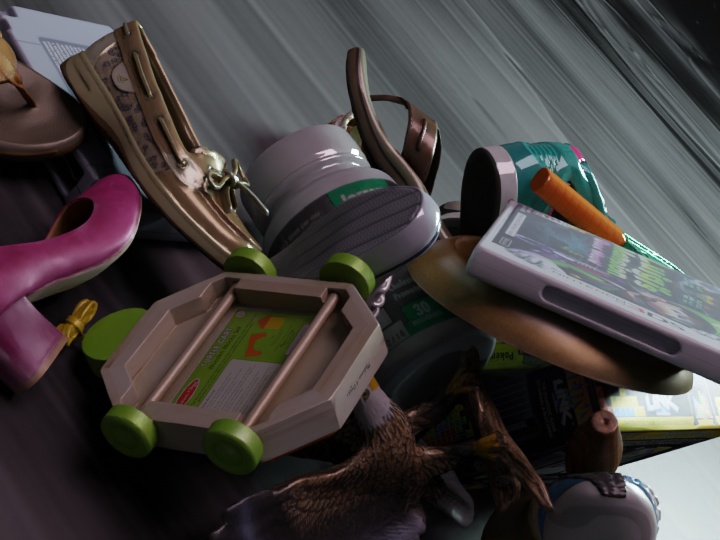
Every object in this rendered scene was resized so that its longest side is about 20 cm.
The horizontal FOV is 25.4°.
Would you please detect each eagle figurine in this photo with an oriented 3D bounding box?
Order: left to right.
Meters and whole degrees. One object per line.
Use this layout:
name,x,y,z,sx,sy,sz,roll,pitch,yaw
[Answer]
eagle figurine,-0.008,0.113,0.960,0.152,0.200,0.151,-156,-131,-79

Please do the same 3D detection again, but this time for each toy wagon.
toy wagon,-0.086,0.048,0.915,0.155,0.200,0.040,-55,138,-42

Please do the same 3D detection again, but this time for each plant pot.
plant pot,0.127,0.022,1.032,0.200,0.028,0.200,21,14,-6

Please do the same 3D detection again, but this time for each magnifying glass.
magnifying glass,0.202,-0.009,1.163,0.200,0.022,0.080,35,18,-19

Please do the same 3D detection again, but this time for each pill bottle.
pill bottle,0.000,0.000,1.132,0.113,0.113,0.200,4,46,-52

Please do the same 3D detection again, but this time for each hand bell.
hand bell,0.137,0.140,0.996,0.104,0.200,0.104,2,57,-3

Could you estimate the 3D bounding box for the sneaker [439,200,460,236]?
sneaker,0.143,0.003,1.372,0.200,0.074,0.079,36,22,-14

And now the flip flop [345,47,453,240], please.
flip flop,0.042,-0.081,1.206,0.200,0.058,0.081,62,-2,17

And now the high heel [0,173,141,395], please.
high heel,-0.197,-0.019,0.939,0.096,0.067,0.200,45,40,-19

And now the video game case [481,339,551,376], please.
video game case,0.182,0.068,1.234,0.200,0.181,0.026,6,81,-50

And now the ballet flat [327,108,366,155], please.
ballet flat,0.004,-0.060,1.280,0.076,0.064,0.200,20,35,-36

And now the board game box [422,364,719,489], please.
board game box,0.147,0.107,1.113,0.200,0.165,0.057,6,66,-51

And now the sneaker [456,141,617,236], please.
sneaker,0.133,-0.026,1.230,0.121,0.200,0.084,-12,52,-18

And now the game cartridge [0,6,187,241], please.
game cartridge,-0.177,-0.100,1.123,0.133,0.040,0.200,1,49,-49

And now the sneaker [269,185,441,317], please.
sneaker,-0.013,0.011,1.008,0.071,0.200,0.073,40,44,-23

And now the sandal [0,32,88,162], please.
sandal,-0.262,-0.141,1.020,0.200,0.054,0.080,39,50,-5

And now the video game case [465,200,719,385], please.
video game case,0.166,0.011,1.031,0.182,0.023,0.200,24,14,6

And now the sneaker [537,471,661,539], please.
sneaker,0.135,0.203,0.954,0.075,0.200,0.087,8,42,2

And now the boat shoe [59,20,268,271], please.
boat shoe,-0.120,-0.079,1.038,0.200,0.063,0.073,52,0,16
